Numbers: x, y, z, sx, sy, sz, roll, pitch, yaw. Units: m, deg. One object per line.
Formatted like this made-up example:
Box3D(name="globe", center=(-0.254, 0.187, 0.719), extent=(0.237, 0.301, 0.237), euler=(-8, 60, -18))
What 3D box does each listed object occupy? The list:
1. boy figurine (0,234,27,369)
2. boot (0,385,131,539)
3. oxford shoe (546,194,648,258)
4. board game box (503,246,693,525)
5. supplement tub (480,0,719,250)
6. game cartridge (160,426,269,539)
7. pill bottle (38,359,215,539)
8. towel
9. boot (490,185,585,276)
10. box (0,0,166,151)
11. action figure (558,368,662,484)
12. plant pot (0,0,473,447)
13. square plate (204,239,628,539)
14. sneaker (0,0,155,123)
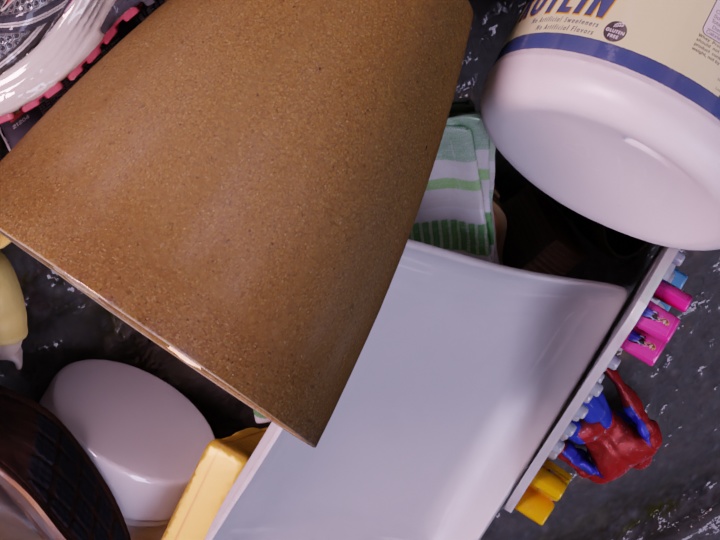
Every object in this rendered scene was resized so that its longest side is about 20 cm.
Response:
Box3D(name="boy figurine", center=(-0.213, 0.021, 1.053), extent=(0.124, 0.065, 0.200), euler=(14, 124, -32))
Box3D(name="boot", center=(-0.195, 0.103, 1.045), extent=(0.097, 0.075, 0.200), euler=(-28, 122, 18))
Box3D(name="oxford shoe", center=(0.171, -0.092, 1.160), extent=(0.072, 0.085, 0.201), euler=(-1, 128, -28))
Box3D(name="board game box", center=(0.158, 0.019, 1.177), extent=(0.200, 0.026, 0.200), euler=(-54, 173, -39))
Box3D(name="supplement tub", center=(0.159, -0.127, 1.022), extent=(0.145, 0.144, 0.201), euler=(47, 65, -48))
Box3D(name="game cartridge", center=(-0.082, 0.165, 1.180), extent=(0.177, 0.032, 0.200), euler=(-64, 167, 6))
Box3D(name="pill bottle", center=(-0.163, 0.152, 1.170), extent=(0.113, 0.114, 0.201), euler=(9, 124, -37))
Box3D(name="towel", center=(0.000, 0.000, 1.107), extent=(0.152, 0.023, 0.201), euler=(-9, 137, 1))
Box3D(name="boot", center=(0.013, -0.005, 1.160), extent=(0.154, 0.074, 0.200), euler=(-37, 133, 16))
Box3D(name="box", center=(-0.066, -0.096, 1.050), extent=(0.200, 0.035, 0.110), euler=(-37, 138, 6))
Box3D(name="action figure", center=(0.136, 0.088, 1.337), extent=(0.065, 0.052, 0.200), euler=(-36, 144, 13))
Box3D(name="plant pot", center=(-0.042, -0.057, 0.954), extent=(0.201, 0.186, 0.186), euler=(-56, 137, -4))
Box3D(name="square plate", center=(0.024, 0.074, 1.103), extent=(0.199, 0.028, 0.199), euler=(11, 115, -47))
Box3D(name="sneaker", center=(-0.131, -0.135, 0.953), extent=(0.200, 0.081, 0.075), euler=(-40, 109, 9))
